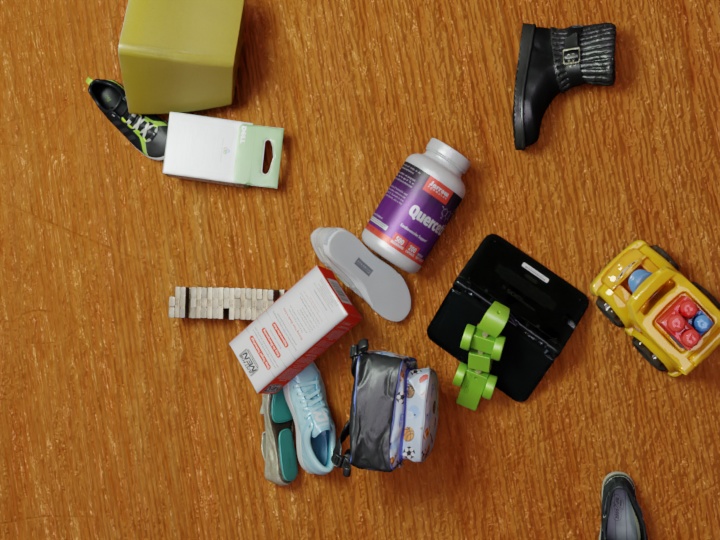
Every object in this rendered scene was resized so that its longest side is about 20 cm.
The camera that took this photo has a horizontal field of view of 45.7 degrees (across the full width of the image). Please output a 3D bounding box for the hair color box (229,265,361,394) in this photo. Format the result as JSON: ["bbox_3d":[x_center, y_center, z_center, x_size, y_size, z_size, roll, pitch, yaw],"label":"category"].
[{"bbox_3d":[-0.105,0.097,1.367,0.199,0.061,0.102,-40,68,13],"label":"hair color box"}]

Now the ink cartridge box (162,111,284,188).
[{"bbox_3d":[-0.232,-0.201,1.458,0.196,0.059,0.106,7,89,-2],"label":"ink cartridge box"}]

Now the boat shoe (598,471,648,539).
[{"bbox_3d":[0.407,0.418,1.315,0.073,0.066,0.204,1,88,11],"label":"boat shoe"}]

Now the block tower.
[{"bbox_3d":[-0.226,0.057,1.458,0.195,0.058,0.055,1,89,10],"label":"block tower"}]

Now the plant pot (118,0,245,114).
[{"bbox_3d":[-0.285,-0.377,1.405,0.173,0.200,0.204,9,70,-7],"label":"plant pot"}]

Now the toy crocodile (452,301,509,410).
[{"bbox_3d":[0.190,0.139,1.344,0.066,0.062,0.203,17,125,14],"label":"toy crocodile"}]

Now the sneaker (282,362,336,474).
[{"bbox_3d":[-0.072,0.235,1.399,0.073,0.081,0.204,-14,94,-31],"label":"sneaker"}]

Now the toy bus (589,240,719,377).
[{"bbox_3d":[0.446,0.055,1.258,0.136,0.192,0.200,-44,79,8],"label":"toy bus"}]

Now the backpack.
[{"bbox_3d":[0.049,0.212,1.332,0.151,0.190,0.204,10,90,6],"label":"backpack"}]

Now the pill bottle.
[{"bbox_3d":[0.094,-0.106,1.372,0.111,0.112,0.202,32,95,10],"label":"pill bottle"}]

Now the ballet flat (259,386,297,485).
[{"bbox_3d":[-0.145,0.258,1.434,0.061,0.067,0.205,-5,84,39],"label":"ballet flat"}]

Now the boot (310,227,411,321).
[{"bbox_3d":[0.000,0.000,1.409,0.074,0.095,0.200,-46,113,-10],"label":"boot"}]

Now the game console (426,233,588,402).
[{"bbox_3d":[0.237,0.075,1.386,0.198,0.117,0.177,34,64,10],"label":"game console"}]

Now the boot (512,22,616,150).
[{"bbox_3d":[0.323,-0.291,1.350,0.154,0.079,0.216,7,89,11],"label":"boot"}]

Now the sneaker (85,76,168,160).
[{"bbox_3d":[-0.406,-0.264,1.491,0.199,0.083,0.072,39,96,9],"label":"sneaker"}]
